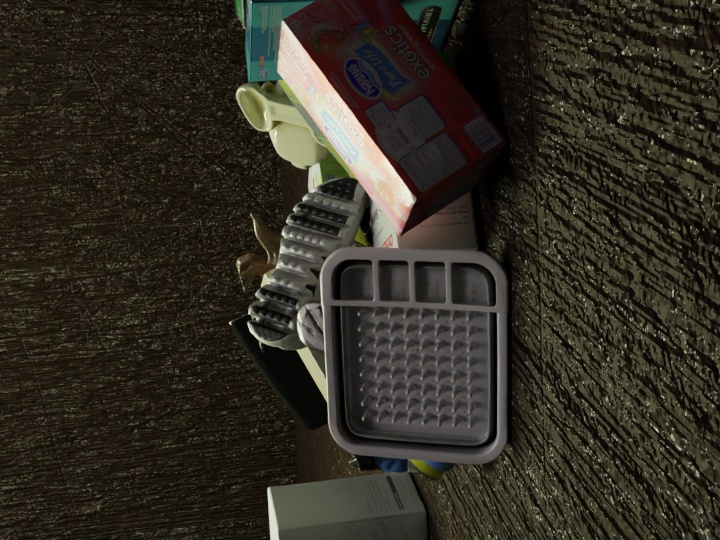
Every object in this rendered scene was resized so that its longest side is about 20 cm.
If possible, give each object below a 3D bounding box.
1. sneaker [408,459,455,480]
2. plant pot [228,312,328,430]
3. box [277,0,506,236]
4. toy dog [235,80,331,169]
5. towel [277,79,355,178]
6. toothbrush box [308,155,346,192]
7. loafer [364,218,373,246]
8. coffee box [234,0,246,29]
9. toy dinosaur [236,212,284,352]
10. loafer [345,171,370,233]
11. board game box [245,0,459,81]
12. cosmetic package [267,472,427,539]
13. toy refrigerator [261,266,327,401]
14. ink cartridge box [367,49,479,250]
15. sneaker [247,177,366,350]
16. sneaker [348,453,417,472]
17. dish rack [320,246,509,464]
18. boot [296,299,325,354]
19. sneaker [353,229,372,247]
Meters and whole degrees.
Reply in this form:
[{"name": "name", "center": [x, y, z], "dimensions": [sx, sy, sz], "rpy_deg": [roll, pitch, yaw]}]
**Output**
[{"name": "sneaker", "center": [0.085, 0.137, 1.075], "dimensions": [0.079, 0.066, 0.200], "rpy_deg": [-53, 14, 19]}, {"name": "plant pot", "center": [-0.044, 0.104, 1.383], "dimensions": [0.200, 0.199, 0.178], "rpy_deg": [-131, 16, -89]}, {"name": "box", "center": [0.022, -0.146, 0.898], "dimensions": [0.200, 0.102, 0.095], "rpy_deg": [53, 163, 10]}, {"name": "toy dog", "center": [-0.044, -0.247, 1.332], "dimensions": [0.194, 0.139, 0.201], "rpy_deg": [68, -141, -52]}, {"name": "towel", "center": [-0.016, -0.157, 1.182], "dimensions": [0.200, 0.023, 0.143], "rpy_deg": [49, 169, -35]}, {"name": "toothbrush box", "center": [-0.026, -0.105, 1.544], "dimensions": [0.146, 0.086, 0.201], "rpy_deg": [98, 166, -54]}, {"name": "loafer", "center": [0.029, -0.048, 1.284], "dimensions": [0.200, 0.063, 0.072], "rpy_deg": [124, 141, -76]}, {"name": "coffee box", "center": [-0.044, -0.317, 1.181], "dimensions": [0.123, 0.199, 0.044], "rpy_deg": [-119, 23, -66]}, {"name": "toy dinosaur", "center": [-0.074, 0.020, 1.242], "dimensions": [0.086, 0.135, 0.201], "rpy_deg": [144, 109, -83]}, {"name": "loafer", "center": [0.019, -0.120, 1.338], "dimensions": [0.200, 0.073, 0.072], "rpy_deg": [94, 156, -58]}, {"name": "board game box", "center": [-0.013, -0.248, 1.007], "dimensions": [0.151, 0.199, 0.047], "rpy_deg": [112, 152, -71]}, {"name": "cosmetic package", "center": [-0.017, 0.395, 1.368], "dimensions": [0.123, 0.199, 0.200], "rpy_deg": [-120, 26, -70]}, {"name": "toy refrigerator", "center": [-0.033, 0.080, 1.153], "dimensions": [0.200, 0.070, 0.076], "rpy_deg": [59, 166, 7]}, {"name": "ink cartridge box", "center": [0.054, -0.100, 1.022], "dimensions": [0.146, 0.084, 0.201], "rpy_deg": [122, 143, -77]}, {"name": "sneaker", "center": [-0.048, -0.006, 1.087], "dimensions": [0.201, 0.075, 0.081], "rpy_deg": [-63, -31, -7]}, {"name": "sneaker", "center": [0.021, 0.167, 1.237], "dimensions": [0.077, 0.111, 0.201], "rpy_deg": [-93, -1, -55]}, {"name": "dish rack", "center": [0.053, 0.074, 0.930], "dimensions": [0.044, 0.171, 0.201], "rpy_deg": [-42, -48, -70]}, {"name": "boot", "center": [0.054, 0.054, 1.036], "dimensions": [0.150, 0.199, 0.074], "rpy_deg": [-21, -66, -61]}, {"name": "sneaker", "center": [0.000, 0.000, 1.216], "dimensions": [0.075, 0.076, 0.201], "rpy_deg": [-42, 67, 33]}]
